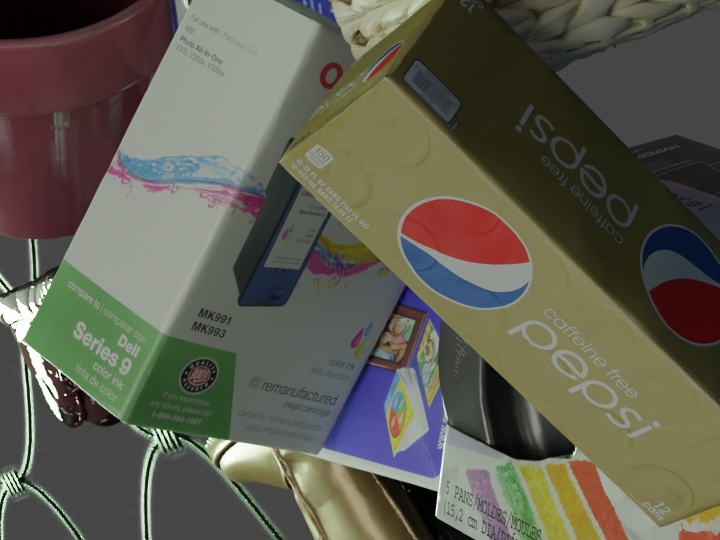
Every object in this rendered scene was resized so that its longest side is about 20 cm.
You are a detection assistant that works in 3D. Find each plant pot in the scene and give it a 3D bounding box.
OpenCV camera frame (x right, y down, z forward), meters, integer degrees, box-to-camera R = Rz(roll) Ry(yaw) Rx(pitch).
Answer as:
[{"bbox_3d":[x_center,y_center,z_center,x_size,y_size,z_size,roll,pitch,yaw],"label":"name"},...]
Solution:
[{"bbox_3d":[-0.201,-0.126,1.016,0.200,0.200,0.179,39,144,33],"label":"plant pot"}]

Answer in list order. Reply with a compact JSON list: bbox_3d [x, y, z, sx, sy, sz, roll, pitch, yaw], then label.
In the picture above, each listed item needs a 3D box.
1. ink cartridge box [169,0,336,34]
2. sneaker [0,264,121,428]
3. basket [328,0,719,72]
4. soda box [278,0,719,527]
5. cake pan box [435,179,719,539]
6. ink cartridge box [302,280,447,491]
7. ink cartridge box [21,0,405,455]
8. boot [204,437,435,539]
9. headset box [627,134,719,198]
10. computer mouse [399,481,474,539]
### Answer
[{"bbox_3d":[-0.020,-0.163,0.884,0.200,0.039,0.100,4,107,36],"label":"ink cartridge box"},{"bbox_3d":[-0.178,0.049,1.134,0.200,0.076,0.116,-18,94,59],"label":"sneaker"},{"bbox_3d":[0.084,-0.151,0.660,0.136,0.200,0.123,-1,109,67],"label":"basket"},{"bbox_3d":[0.072,-0.002,0.585,0.200,0.064,0.068,44,138,-12],"label":"soda box"},{"bbox_3d":[0.120,0.056,0.701,0.200,0.052,0.184,26,118,39],"label":"cake pan box"},{"bbox_3d":[0.000,0.000,0.866,0.200,0.043,0.198,11,86,39],"label":"ink cartridge box"},{"bbox_3d":[-0.045,-0.023,0.786,0.087,0.145,0.200,31,97,38],"label":"ink cartridge box"},{"bbox_3d":[-0.010,0.162,0.964,0.200,0.066,0.175,60,157,10],"label":"boot"},{"bbox_3d":[0.187,0.041,0.718,0.200,0.075,0.149,26,120,40],"label":"headset box"},{"bbox_3d":[0.061,0.077,0.886,0.139,0.053,0.200,51,135,24],"label":"computer mouse"}]
